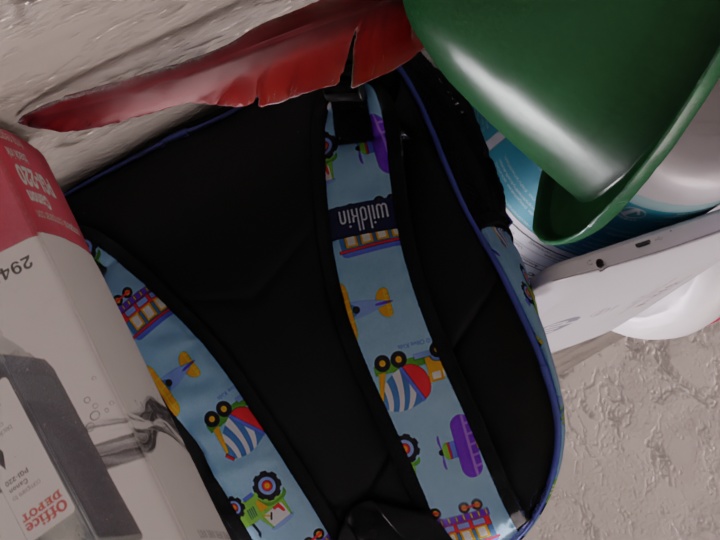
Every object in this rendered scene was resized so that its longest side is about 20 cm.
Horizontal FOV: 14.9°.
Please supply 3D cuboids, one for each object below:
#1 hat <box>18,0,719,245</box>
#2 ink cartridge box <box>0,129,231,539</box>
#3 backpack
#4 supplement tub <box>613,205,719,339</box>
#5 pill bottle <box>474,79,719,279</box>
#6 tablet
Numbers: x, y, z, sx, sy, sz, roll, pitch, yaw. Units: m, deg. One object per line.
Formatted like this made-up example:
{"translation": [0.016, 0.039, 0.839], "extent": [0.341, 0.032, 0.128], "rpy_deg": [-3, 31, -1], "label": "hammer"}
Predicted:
{"translation": [0.028, -0.114, 0.892], "extent": [0.200, 0.176, 0.166], "rpy_deg": [-66, -170, -27], "label": "hat"}
{"translation": [-0.134, 0.074, 0.903], "extent": [0.146, 0.200, 0.085], "rpy_deg": [-27, 173, 3], "label": "ink cartridge box"}
{"translation": [-0.010, 0.032, 1.065], "extent": [0.183, 0.200, 0.135], "rpy_deg": [-29, 173, 10], "label": "backpack"}
{"translation": [0.197, -0.052, 1.469], "extent": [0.200, 0.140, 0.140], "rpy_deg": [-20, 171, -45], "label": "supplement tub"}
{"translation": [0.097, -0.056, 1.189], "extent": [0.111, 0.111, 0.200], "rpy_deg": [-23, 173, -28], "label": "pill bottle"}
{"translation": [0.098, 0.014, 1.204], "extent": [0.130, 0.014, 0.200], "rpy_deg": [-18, 169, -24], "label": "tablet"}
